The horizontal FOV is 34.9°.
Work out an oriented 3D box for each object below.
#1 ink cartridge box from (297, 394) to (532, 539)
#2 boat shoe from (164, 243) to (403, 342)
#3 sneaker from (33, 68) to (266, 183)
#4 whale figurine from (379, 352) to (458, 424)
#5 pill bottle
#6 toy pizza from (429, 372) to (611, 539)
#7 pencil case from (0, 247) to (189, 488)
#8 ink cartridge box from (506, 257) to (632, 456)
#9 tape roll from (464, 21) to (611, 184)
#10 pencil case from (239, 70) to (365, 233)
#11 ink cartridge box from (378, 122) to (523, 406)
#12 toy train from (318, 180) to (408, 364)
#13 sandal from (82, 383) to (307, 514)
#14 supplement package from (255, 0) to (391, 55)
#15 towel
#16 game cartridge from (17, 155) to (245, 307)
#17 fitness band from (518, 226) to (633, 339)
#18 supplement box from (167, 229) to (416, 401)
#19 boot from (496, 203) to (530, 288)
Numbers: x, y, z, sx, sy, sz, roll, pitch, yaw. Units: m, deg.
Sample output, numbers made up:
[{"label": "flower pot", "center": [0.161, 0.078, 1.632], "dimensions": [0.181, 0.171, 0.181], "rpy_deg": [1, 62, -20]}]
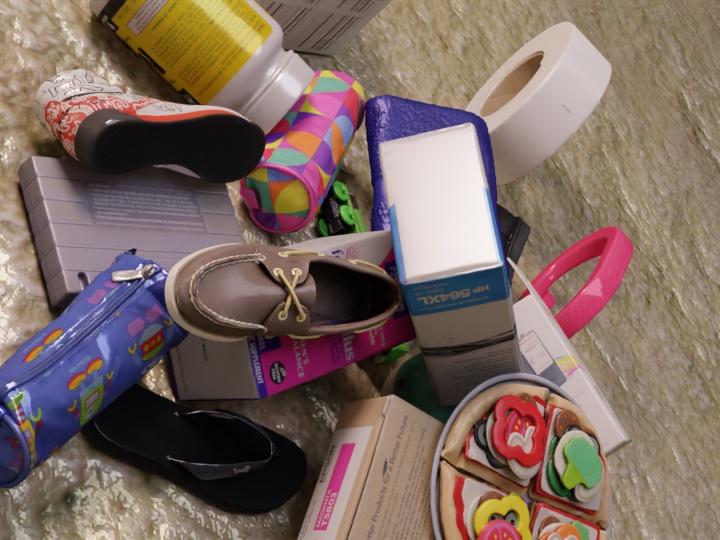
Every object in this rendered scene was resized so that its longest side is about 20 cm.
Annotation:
[{"label": "ink cartridge box", "center": [0.035, 0.223, 0.903], "dimensions": [0.164, 0.075, 0.201], "rpy_deg": [32, 65, -25]}, {"label": "boat shoe", "center": [-0.051, 0.017, 0.840], "dimensions": [0.199, 0.059, 0.072], "rpy_deg": [6, 83, -47]}, {"label": "sneaker", "center": [-0.179, -0.127, 0.979], "dimensions": [0.108, 0.068, 0.201], "rpy_deg": [36, 25, 32]}, {"label": "whale figurine", "center": [0.088, 0.162, 1.037], "dimensions": [0.159, 0.104, 0.201], "rpy_deg": [27, 46, -31]}, {"label": "pill bottle", "center": [-0.145, -0.220, 1.079], "dimensions": [0.200, 0.114, 0.115], "rpy_deg": [43, 38, -14]}, {"label": "toy pizza", "center": [0.139, 0.182, 0.920], "dimensions": [0.199, 0.032, 0.202], "rpy_deg": [8, 76, -34]}, {"label": "pencil case", "center": [-0.198, 0.062, 0.802], "dimensions": [0.078, 0.087, 0.200], "rpy_deg": [31, 43, 13]}, {"label": "ink cartridge box", "center": [0.176, 0.094, 1.097], "dimensions": [0.201, 0.067, 0.117], "rpy_deg": [59, 9, 16]}, {"label": "tape roll", "center": [0.203, -0.199, 1.368], "dimensions": [0.071, 0.202, 0.203], "rpy_deg": [42, 38, -15]}, {"label": "pencil case", "center": [-0.056, -0.121, 1.128], "dimensions": [0.088, 0.088, 0.200], "rpy_deg": [42, 36, -15]}, {"label": "ink cartridge box", "center": [0.079, 0.002, 0.959], "dimensions": [0.201, 0.084, 0.147], "rpy_deg": [72, 8, -53]}, {"label": "toy train", "center": [0.000, 0.000, 1.126], "dimensions": [0.056, 0.042, 0.201], "rpy_deg": [18, 49, -51]}, {"label": "sandal", "center": [-0.119, 0.136, 0.883], "dimensions": [0.199, 0.043, 0.077], "rpy_deg": [24, 46, -34]}, {"label": "supplement package", "center": [-0.076, -0.341, 1.218], "dimensions": [0.199, 0.150, 0.153], "rpy_deg": [-5, 64, -49]}, {"label": "towel", "center": [0.072, -0.075, 1.160], "dimensions": [0.147, 0.050, 0.202], "rpy_deg": [9, 63, -24]}, {"label": "game cartridge", "center": [-0.181, -0.029, 0.957], "dimensions": [0.199, 0.038, 0.130], "rpy_deg": [3, 55, -46]}, {"label": "fitness band", "center": [0.235, 0.022, 1.275], "dimensions": [0.037, 0.143, 0.200], "rpy_deg": [48, 37, -8]}, {"label": "supplement box", "center": [-0.057, 0.034, 0.952], "dimensions": [0.199, 0.103, 0.102], "rpy_deg": [-18, 98, -49]}, {"label": "boot", "center": [0.085, -0.033, 1.215], "dimensions": [0.168, 0.076, 0.201], "rpy_deg": [37, 48, -10]}]
